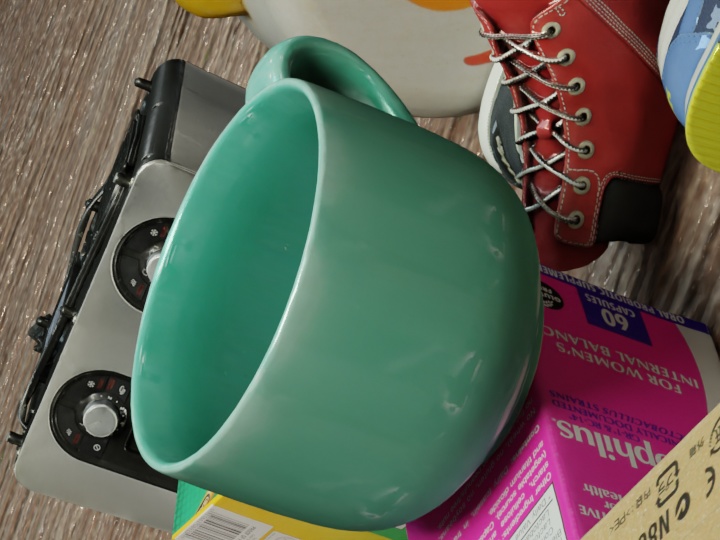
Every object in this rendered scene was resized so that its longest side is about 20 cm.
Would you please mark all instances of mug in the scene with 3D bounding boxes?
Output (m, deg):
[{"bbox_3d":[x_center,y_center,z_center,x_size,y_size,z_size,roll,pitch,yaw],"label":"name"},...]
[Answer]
[{"bbox_3d":[0.003,0.004,1.107,0.152,0.114,0.186,-3,68,66],"label":"mug"}]

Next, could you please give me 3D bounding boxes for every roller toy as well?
[{"bbox_3d":[0.022,-0.167,1.377,0.200,0.182,0.140,-52,22,-1],"label":"roller toy"}]

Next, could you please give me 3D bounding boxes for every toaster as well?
[{"bbox_3d":[-0.086,0.010,1.442,0.200,0.118,0.181,-92,26,-69],"label":"toaster"}]

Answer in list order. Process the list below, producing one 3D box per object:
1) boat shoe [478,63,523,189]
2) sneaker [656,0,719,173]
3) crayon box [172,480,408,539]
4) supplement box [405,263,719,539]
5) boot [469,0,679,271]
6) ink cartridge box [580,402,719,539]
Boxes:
[{"bbox_3d":[0.106,-0.130,1.304,0.060,0.075,0.201,-142,61,-70],"label":"boat shoe"},{"bbox_3d":[0.170,-0.139,1.155,0.201,0.074,0.082,-63,21,17],"label":"sneaker"},{"bbox_3d":[0.014,0.071,1.290,0.200,0.118,0.058,-45,33,48],"label":"crayon box"},{"bbox_3d":[0.086,0.102,1.117,0.104,0.101,0.200,-56,27,31],"label":"supplement box"},{"bbox_3d":[0.072,-0.078,1.192,0.072,0.200,0.145,13,84,40],"label":"boot"},{"bbox_3d":[0.143,0.121,0.879,0.200,0.164,0.075,-51,28,41],"label":"ink cartridge box"}]
